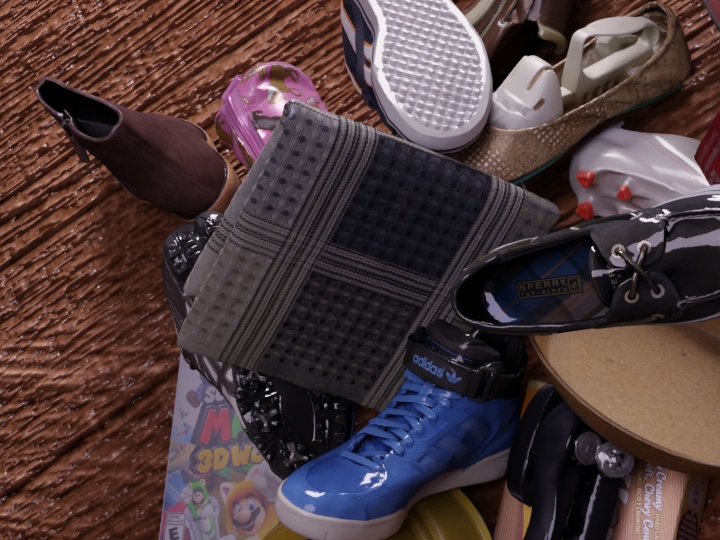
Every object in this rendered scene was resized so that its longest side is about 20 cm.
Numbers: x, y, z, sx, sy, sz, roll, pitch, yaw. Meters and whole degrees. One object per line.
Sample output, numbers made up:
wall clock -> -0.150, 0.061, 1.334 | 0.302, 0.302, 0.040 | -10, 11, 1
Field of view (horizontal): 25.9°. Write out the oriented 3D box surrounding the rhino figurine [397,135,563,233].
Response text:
rhino figurine -> 0.090, -0.037, 1.044 | 0.060, 0.088, 0.200 | -31, 54, -33

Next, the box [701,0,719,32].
box -> 0.244, -0.271, 0.977 | 0.152, 0.106, 0.201 | -30, 91, 15

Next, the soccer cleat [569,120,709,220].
soccer cleat -> 0.227, -0.042, 0.984 | 0.199, 0.070, 0.078 | 26, 53, 22

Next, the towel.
towel -> 0.000, 0.000, 0.990 | 0.201, 0.191, 0.035 | -59, 22, 32

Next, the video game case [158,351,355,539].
video game case -> -0.071, 0.107, 1.111 | 0.142, 0.018, 0.202 | -3, 73, 26

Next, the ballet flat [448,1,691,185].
ballet flat -> 0.130, -0.117, 1.004 | 0.199, 0.066, 0.070 | -32, 40, -24

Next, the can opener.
can opener -> 0.116, 0.163, 0.918 | 0.063, 0.079, 0.202 | 17, 77, -13

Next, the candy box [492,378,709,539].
candy box -> 0.141, 0.177, 0.962 | 0.115, 0.055, 0.202 | 9, 78, 28

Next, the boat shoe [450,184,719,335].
boat shoe -> 0.138, 0.002, 0.824 | 0.199, 0.056, 0.069 | -14, 90, 35

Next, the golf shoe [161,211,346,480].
golf shoe -> -0.076, 0.059, 1.085 | 0.077, 0.094, 0.201 | -23, 83, -25

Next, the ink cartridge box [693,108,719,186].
ink cartridge box -> 0.301, -0.026, 0.852 | 0.144, 0.145, 0.201 | -27, 79, -3

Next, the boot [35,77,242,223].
boot -> -0.169, -0.100, 1.127 | 0.200, 0.166, 0.073 | 32, 87, 44

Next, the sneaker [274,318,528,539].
sneaker -> 0.030, 0.087, 0.946 | 0.076, 0.199, 0.112 | 28, 118, 39

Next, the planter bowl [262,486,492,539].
planter bowl -> -0.016, 0.209, 0.973 | 0.199, 0.083, 0.202 | -16, 64, 34

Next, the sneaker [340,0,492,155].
sneaker -> 0.036, -0.134, 1.023 | 0.078, 0.080, 0.201 | -9, 49, -8

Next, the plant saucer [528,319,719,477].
plant saucer -> 0.185, 0.059, 0.926 | 0.200, 0.199, 0.036 | 42, 131, 30

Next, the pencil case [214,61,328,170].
pencil case -> -0.032, -0.056, 1.095 | 0.082, 0.087, 0.201 | -25, 55, -9

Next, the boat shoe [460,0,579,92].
boat shoe -> 0.123, -0.177, 1.073 | 0.203, 0.074, 0.075 | -51, 52, 18
